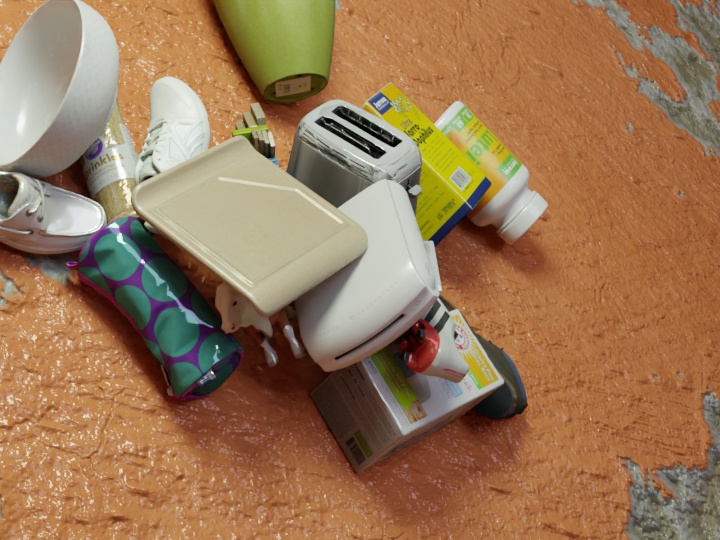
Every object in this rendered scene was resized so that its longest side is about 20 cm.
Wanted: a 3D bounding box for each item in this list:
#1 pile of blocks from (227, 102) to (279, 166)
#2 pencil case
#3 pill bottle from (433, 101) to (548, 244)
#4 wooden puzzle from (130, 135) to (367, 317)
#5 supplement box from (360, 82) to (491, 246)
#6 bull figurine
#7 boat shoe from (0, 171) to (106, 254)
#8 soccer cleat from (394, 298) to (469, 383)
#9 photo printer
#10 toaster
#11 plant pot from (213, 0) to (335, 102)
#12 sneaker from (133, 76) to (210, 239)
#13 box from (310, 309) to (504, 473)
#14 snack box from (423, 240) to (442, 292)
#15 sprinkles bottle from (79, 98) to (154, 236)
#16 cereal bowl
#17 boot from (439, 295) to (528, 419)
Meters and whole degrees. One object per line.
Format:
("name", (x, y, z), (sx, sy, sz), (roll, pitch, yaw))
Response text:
("pile of blocks", (-0.133, -0.119, 1.446), (0.061, 0.083, 0.202), (-11, 58, -11))
("pencil case", (-0.215, 0.043, 1.242), (0.092, 0.085, 0.201), (-38, 84, -14))
("pill bottle", (0.173, -0.136, 1.689), (0.200, 0.111, 0.111), (44, 41, -1))
("wooden puzzle", (-0.116, -0.048, 1.237), (0.199, 0.037, 0.184), (40, 44, 17))
("supplement box", (0.063, -0.136, 1.590), (0.200, 0.109, 0.110), (45, 31, -1))
("bull figurine", (-0.114, 0.038, 1.289), (0.122, 0.064, 0.200), (61, 7, -19))
("boat shoe", (-0.353, -0.066, 1.208), (0.197, 0.069, 0.072), (6, 62, -28))
("soccer cleat", (0.068, 0.053, 1.331), (0.085, 0.069, 0.201), (28, 22, -29))
("photo printer", (0.000, 0.009, 1.301), (0.069, 0.165, 0.201), (44, 20, -35))
("toaster", (-0.014, -0.119, 1.437), (0.199, 0.130, 0.113), (33, 43, 21))
("plant pot", (-0.108, -0.339, 1.591), (0.185, 0.186, 0.203), (-2, 74, -40))
("sneaker", (-0.209, -0.126, 1.288), (0.080, 0.070, 0.203), (7, 63, -46))
("box", (0.058, 0.138, 1.379), (0.199, 0.101, 0.113), (-18, 70, -46))
("snack box", (0.000, 0.000, 1.442), (0.197, 0.024, 0.073), (-1, 63, -16))
("sprinkles bottle", (-0.286, -0.127, 1.332), (0.068, 0.068, 0.202), (-3, 61, -41))
("cereal bowl", (-0.322, -0.188, 1.260), (0.083, 0.199, 0.202), (25, 43, -39))
("boot", (0.142, 0.114, 1.516), (0.201, 0.075, 0.097), (56, 16, 25))
